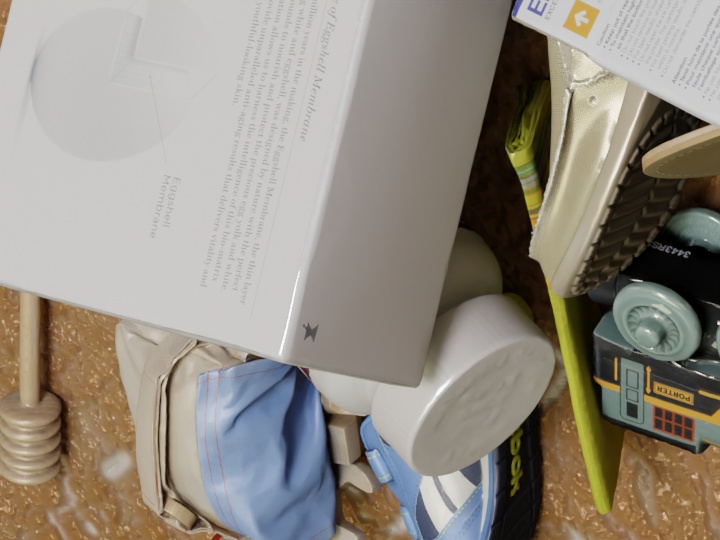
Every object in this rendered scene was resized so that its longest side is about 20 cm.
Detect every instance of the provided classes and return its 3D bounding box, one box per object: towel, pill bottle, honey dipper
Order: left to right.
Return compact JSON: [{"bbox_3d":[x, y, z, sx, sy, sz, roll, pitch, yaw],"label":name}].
[{"bbox_3d":[-0.190,0.030,1.665,0.038,0.038,0.201,17,123,24],"label":"honey dipper"},{"bbox_3d":[0.000,0.000,1.429,0.200,0.109,0.110,48,136,29],"label":"pill bottle"},{"bbox_3d":[0.100,0.013,1.424,0.018,0.086,0.201,-8,114,15],"label":"towel"}]

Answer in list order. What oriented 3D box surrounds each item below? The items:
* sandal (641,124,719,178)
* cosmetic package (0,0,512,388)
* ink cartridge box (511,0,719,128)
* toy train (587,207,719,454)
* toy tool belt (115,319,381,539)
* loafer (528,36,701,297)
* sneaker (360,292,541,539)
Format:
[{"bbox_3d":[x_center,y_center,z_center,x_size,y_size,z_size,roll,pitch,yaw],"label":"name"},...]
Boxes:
[{"bbox_3d":[0.213,-0.099,1.259,0.211,0.077,0.070,-17,75,36],"label":"sandal"},{"bbox_3d":[-0.057,-0.068,1.336,0.199,0.123,0.201,14,90,35],"label":"cosmetic package"},{"bbox_3d":[0.187,-0.151,1.218,0.200,0.043,0.197,31,98,34],"label":"ink cartridge box"},{"bbox_3d":[0.200,0.045,1.386,0.199,0.085,0.114,18,137,22],"label":"toy train"},{"bbox_3d":[-0.050,0.102,1.556,0.122,0.125,0.201,7,121,40],"label":"toy tool belt"},{"bbox_3d":[0.117,-0.084,1.329,0.068,0.076,0.201,31,114,29],"label":"loafer"},{"bbox_3d":[0.046,0.099,1.523,0.082,0.074,0.201,11,113,25],"label":"sneaker"}]
